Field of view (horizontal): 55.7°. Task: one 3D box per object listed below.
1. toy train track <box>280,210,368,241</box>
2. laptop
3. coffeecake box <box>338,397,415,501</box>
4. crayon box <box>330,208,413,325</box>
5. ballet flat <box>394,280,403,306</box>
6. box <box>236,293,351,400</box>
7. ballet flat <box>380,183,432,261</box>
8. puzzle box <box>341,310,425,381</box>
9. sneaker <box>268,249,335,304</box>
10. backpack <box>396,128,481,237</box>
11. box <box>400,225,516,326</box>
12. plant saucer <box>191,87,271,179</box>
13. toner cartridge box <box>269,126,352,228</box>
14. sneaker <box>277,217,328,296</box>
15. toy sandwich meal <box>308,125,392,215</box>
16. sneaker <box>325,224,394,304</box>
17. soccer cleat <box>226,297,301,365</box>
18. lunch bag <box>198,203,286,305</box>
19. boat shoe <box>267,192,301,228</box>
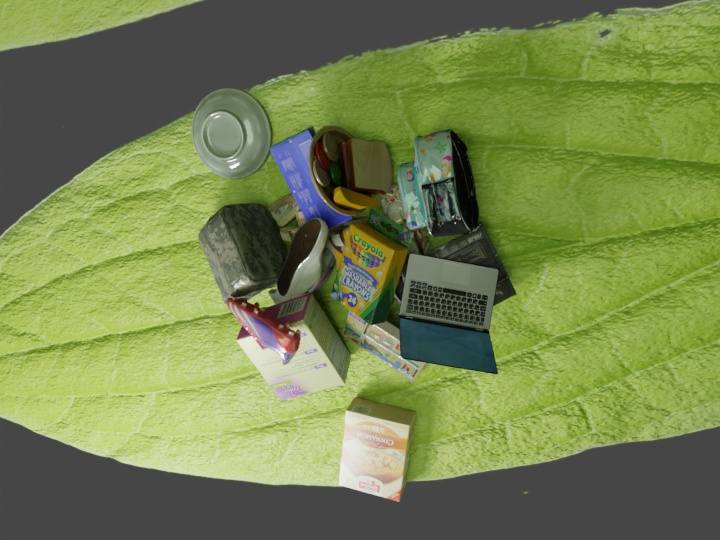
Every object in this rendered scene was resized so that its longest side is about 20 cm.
[{"bbox_3d":[-0.077,-0.084,1.486,0.198,0.033,0.115,-8,138,7],"label":"toy train track"},{"bbox_3d":[0.175,0.078,1.306,0.186,0.116,0.202,10,88,-5],"label":"laptop"},{"bbox_3d":[0.038,0.416,1.589,0.152,0.073,0.202,10,108,14],"label":"coffeecake box"},{"bbox_3d":[0.020,-0.009,1.376,0.125,0.051,0.201,33,116,36],"label":"crayon box"},{"bbox_3d":[0.086,0.028,1.425,0.066,0.057,0.201,-36,85,5],"label":"ballet flat"},{"bbox_3d":[-0.146,0.175,1.535,0.175,0.097,0.201,-18,120,22],"label":"box"},{"bbox_3d":[0.098,-0.090,1.435,0.075,0.064,0.201,-27,95,22],"label":"ballet flat"},{"bbox_3d":[0.055,0.159,1.498,0.199,0.025,0.133,32,148,8],"label":"puzzle box"},{"bbox_3d":[-0.135,0.016,1.533,0.100,0.075,0.200,43,113,1],"label":"sneaker"},{"bbox_3d":[0.153,-0.171,1.335,0.149,0.177,0.202,-5,97,16],"label":"backpack"},{"bbox_3d":[0.195,0.022,1.391,0.199,0.048,0.159,-27,92,-5],"label":"box"},{"bbox_3d":[-0.296,-0.301,1.513,0.199,0.050,0.202,5,106,17],"label":"plant saucer"},{"bbox_3d":[-0.097,-0.183,1.400,0.094,0.043,0.201,-21,106,16],"label":"toner cartridge box"},{"bbox_3d":[-0.104,-0.029,1.434,0.073,0.084,0.201,57,130,34],"label":"sneaker"},{"bbox_3d":[-0.018,-0.203,1.364,0.070,0.205,0.206,-14,101,40],"label":"toy sandwich meal"},{"bbox_3d":[0.000,0.000,1.481,0.090,0.075,0.201,-27,101,24],"label":"sneaker"},{"bbox_3d":[-0.212,0.121,1.426,0.199,0.067,0.077,28,99,23],"label":"soccer cleat"},{"bbox_3d":[-0.273,-0.034,1.518,0.167,0.139,0.201,-32,76,39],"label":"lunch bag"},{"bbox_3d":[-0.123,-0.170,1.479,0.200,0.073,0.063,-38,94,24],"label":"boat shoe"}]
